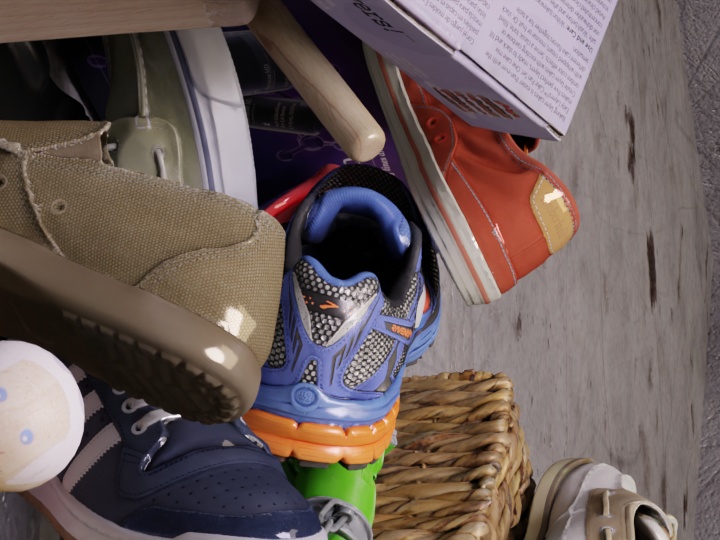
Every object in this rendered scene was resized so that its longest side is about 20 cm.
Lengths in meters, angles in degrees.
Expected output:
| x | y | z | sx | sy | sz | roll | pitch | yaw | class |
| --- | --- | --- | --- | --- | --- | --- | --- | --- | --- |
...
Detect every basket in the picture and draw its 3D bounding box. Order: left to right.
| x | y | z | sx | sy | sz | roll | pitch | yaw | class |
| --- | --- | --- | --- | --- | --- | --- | --- | --- | --- |
| -0.016 | 0.147 | 0.965 | 0.143 | 0.199 | 0.150 | -75 | 157 | -48 | basket |

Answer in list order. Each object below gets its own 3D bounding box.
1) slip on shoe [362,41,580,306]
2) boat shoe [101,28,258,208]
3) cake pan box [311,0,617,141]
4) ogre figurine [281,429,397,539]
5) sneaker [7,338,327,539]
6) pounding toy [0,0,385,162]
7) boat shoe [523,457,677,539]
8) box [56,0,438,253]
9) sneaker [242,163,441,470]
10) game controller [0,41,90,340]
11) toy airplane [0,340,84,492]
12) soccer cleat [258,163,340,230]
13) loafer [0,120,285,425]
| x | y | z | sx | sy | sz | roll | pitch | yaw | class |
| --- | --- | --- | --- | --- | --- | --- | --- | --- | --- |
| 0.044 | -0.060 | 0.870 | 0.200 | 0.061 | 0.074 | -108 | 172 | -55 | slip on shoe |
| -0.081 | -0.037 | 0.869 | 0.072 | 0.062 | 0.201 | 4 | -72 | 66 | boat shoe |
| 0.033 | -0.166 | 0.696 | 0.200 | 0.052 | 0.185 | 31 | 75 | -47 | cake pan box |
| -0.057 | 0.104 | 0.828 | 0.200 | 0.098 | 0.120 | -48 | -171 | 51 | ogre figurine |
| -0.072 | 0.036 | 0.717 | 0.070 | 0.200 | 0.109 | 4 | 98 | -33 | sneaker |
| -0.086 | -0.147 | 0.760 | 0.185 | 0.199 | 0.143 | -76 | 158 | -43 | pounding toy |
| 0.107 | 0.133 | 0.916 | 0.200 | 0.068 | 0.075 | -39 | 124 | -69 | boat shoe |
| -0.047 | -0.088 | 1.000 | 0.200 | 0.140 | 0.079 | 66 | 27 | -52 | box |
| 0.000 | 0.000 | 0.802 | 0.200 | 0.075 | 0.079 | -82 | -176 | -65 | sneaker |
| -0.157 | -0.026 | 0.809 | 0.105 | 0.042 | 0.200 | 60 | 28 | -31 | game controller |
| -0.141 | 0.066 | 0.640 | 0.200 | 0.141 | 0.200 | 49 | 19 | -43 | toy airplane |
| -0.067 | 0.023 | 0.943 | 0.200 | 0.068 | 0.073 | -43 | 164 | -37 | soccer cleat |
| -0.108 | -0.016 | 0.681 | 0.068 | 0.199 | 0.076 | -56 | 162 | -25 | loafer |
